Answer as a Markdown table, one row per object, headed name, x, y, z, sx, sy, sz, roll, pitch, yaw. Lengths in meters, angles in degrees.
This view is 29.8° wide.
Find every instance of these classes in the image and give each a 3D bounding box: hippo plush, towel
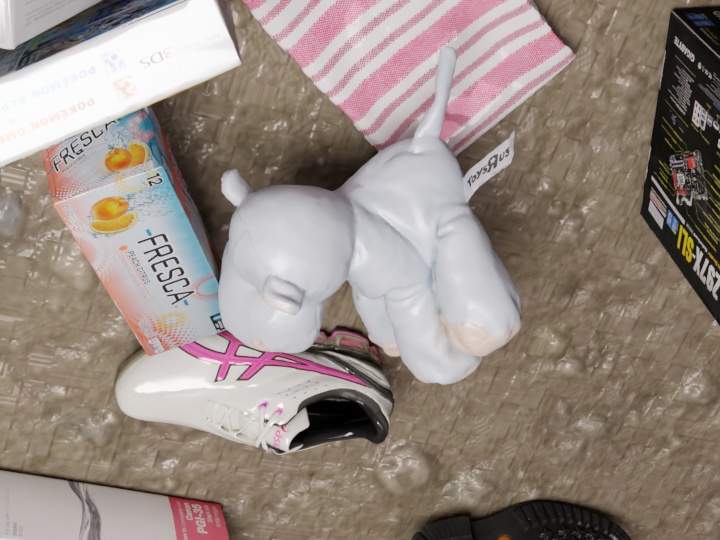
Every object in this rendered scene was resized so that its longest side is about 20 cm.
| name | x | y | z | sx | sy | sz | roll | pitch | yaw |
| --- | --- | --- | --- | --- | --- | --- | --- | --- | --- |
| hippo plush | 0.000 | 0.000 | 0.832 | 0.159 | 0.160 | 0.201 | -17 | 153 | -33 |
| towel | 0.032 | -0.156 | 0.865 | 0.146 | 0.030 | 0.200 | -38 | 122 | 11 |

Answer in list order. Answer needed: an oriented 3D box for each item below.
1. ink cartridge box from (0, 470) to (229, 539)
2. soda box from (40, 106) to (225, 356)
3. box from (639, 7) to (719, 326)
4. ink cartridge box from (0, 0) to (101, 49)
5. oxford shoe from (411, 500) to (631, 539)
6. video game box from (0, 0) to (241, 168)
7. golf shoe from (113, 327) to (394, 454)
| name | x | y | z | sx | sy | sz | roll | pitch | yaw |
| --- | --- | --- | --- | --- | --- | --- | --- | --- | --- |
| ink cartridge box | -0.212 | 0.238 | 1.011 | 0.198 | 0.083 | 0.148 | 14 | 117 | -22 |
| soda box | -0.133 | -0.025 | 0.835 | 0.068 | 0.064 | 0.201 | -19 | 151 | -2 |
| box | 0.245 | -0.060 | 0.876 | 0.049 | 0.201 | 0.161 | -5 | 122 | -9 |
| ink cartridge box | -0.150 | -0.230 | 0.667 | 0.083 | 0.200 | 0.178 | 16 | 122 | 18 |
| oxford shoe | 0.129 | 0.241 | 1.119 | 0.197 | 0.073 | 0.085 | -1 | 138 | -11 |
| video game box | -0.156 | -0.114 | 0.739 | 0.180 | 0.200 | 0.047 | -25 | 110 | 2 |
| golf shoe | -0.073 | 0.087 | 0.950 | 0.197 | 0.092 | 0.073 | -1 | 123 | -12 |
